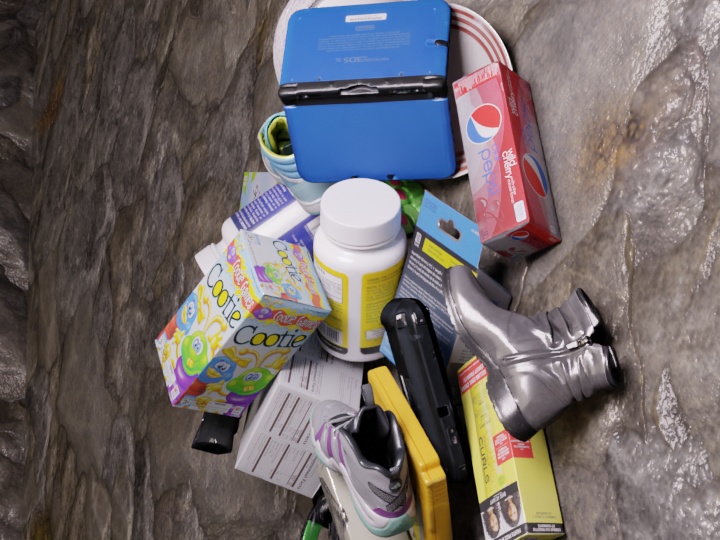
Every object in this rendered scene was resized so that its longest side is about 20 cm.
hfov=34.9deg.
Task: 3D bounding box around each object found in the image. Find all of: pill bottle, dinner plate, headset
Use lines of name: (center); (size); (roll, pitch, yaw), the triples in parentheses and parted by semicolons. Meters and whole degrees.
pill bottle: (0.000, 0.000, 1.372); (0.115, 0.112, 0.202); (-117, 21, -48)
pill bottle: (-0.123, -0.041, 1.576); (0.199, 0.120, 0.120); (-34, 37, -2)
dinner plate: (0.094, -0.209, 1.339); (0.198, 0.024, 0.204); (7, 102, 33)
headset: (-0.025, 0.301, 1.423); (0.202, 0.093, 0.123); (-60, 32, 5)

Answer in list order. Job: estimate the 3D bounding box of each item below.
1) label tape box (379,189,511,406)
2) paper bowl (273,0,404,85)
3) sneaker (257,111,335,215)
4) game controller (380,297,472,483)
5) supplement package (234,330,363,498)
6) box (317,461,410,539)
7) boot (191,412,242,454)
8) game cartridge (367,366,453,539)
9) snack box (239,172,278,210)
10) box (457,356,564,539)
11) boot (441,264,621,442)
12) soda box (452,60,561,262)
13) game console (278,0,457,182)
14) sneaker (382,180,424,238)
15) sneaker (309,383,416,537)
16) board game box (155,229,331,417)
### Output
label tape box: (0.102, 0.030, 1.290); (0.144, 0.062, 0.203); (40, 118, 56)
paper bowl: (-0.002, -0.267, 1.425); (0.104, 0.198, 0.204); (42, 119, 56)
sneaker: (-0.097, -0.169, 1.491); (0.079, 0.131, 0.200); (-38, 40, -6)
game controller: (0.070, 0.127, 1.220); (0.104, 0.041, 0.203); (-173, 67, -77)
supplement package: (-0.072, 0.154, 1.469); (0.201, 0.109, 0.157); (-82, 17, -56)
box: (0.013, 0.302, 1.310); (0.082, 0.067, 0.202); (102, 150, -64)
boot: (-0.162, 0.132, 1.483); (0.165, 0.065, 0.203); (114, 177, -69)
game cartridge: (0.055, 0.235, 1.262); (0.177, 0.032, 0.202); (-122, 18, -52)
snack box: (-0.128, -0.062, 1.747); (0.199, 0.067, 0.172); (8, 90, 64)
box: (0.151, 0.182, 1.170); (0.075, 0.049, 0.203); (-44, 44, 50)
boot: (0.169, 0.054, 1.122); (0.131, 0.069, 0.202); (-36, 63, 21)
soda box: (0.154, -0.117, 1.214); (0.063, 0.070, 0.203); (-25, 59, 33)
game console: (0.014, -0.208, 1.338); (0.119, 0.196, 0.174); (59, -146, -63)
sneaker: (0.029, -0.079, 1.470); (0.200, 0.076, 0.085); (-139, 40, -58)
sneaker: (0.001, 0.167, 1.212); (0.200, 0.077, 0.142); (47, 149, 45)
board game box: (-0.142, 0.066, 1.350); (0.200, 0.102, 0.106); (-49, 46, 28)
